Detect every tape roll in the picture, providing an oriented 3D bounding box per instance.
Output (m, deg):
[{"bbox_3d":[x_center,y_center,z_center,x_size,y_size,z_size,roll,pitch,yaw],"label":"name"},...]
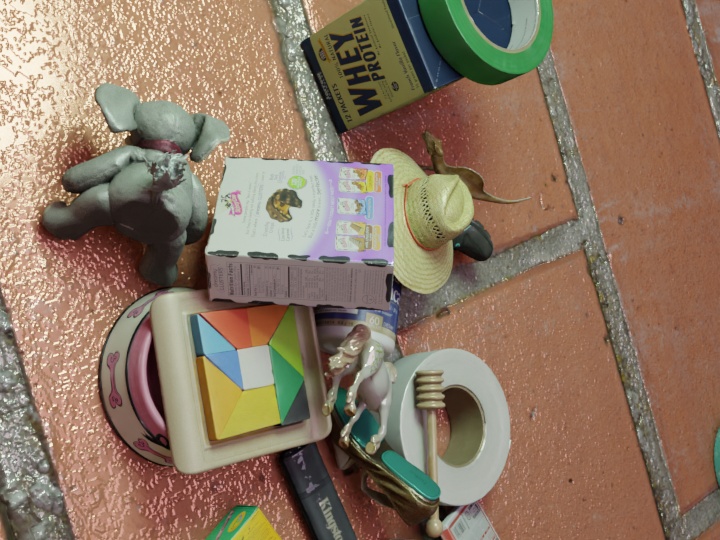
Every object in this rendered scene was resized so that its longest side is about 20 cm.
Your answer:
[{"bbox_3d":[0.156,-0.333,1.189,0.198,0.048,0.205,9,76,-37],"label":"tape roll"},{"bbox_3d":[0.108,0.208,1.285,0.200,0.070,0.207,9,75,-37],"label":"tape roll"}]

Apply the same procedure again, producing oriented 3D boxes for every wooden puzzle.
[{"bbox_3d":[-0.122,0.109,1.052,0.197,0.037,0.189,-7,86,-39],"label":"wooden puzzle"}]

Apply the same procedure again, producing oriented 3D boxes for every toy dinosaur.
[{"bbox_3d":[0.140,-0.118,1.355,0.198,0.100,0.059,31,63,-29],"label":"toy dinosaur"}]

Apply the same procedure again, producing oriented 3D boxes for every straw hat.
[{"bbox_3d":[0.094,-0.075,1.199,0.200,0.084,0.205,31,48,-42],"label":"straw hat"}]

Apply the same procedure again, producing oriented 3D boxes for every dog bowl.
[{"bbox_3d":[-0.184,0.114,1.072,0.197,0.073,0.205,9,75,-36],"label":"dog bowl"}]

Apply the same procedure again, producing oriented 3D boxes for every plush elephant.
[{"bbox_3d":[-0.227,-0.112,1.039,0.163,0.200,0.157,23,49,-24],"label":"plush elephant"}]

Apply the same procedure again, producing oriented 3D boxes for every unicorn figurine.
[{"bbox_3d":[0.007,0.137,1.127,0.072,0.202,0.139,16,53,10],"label":"unicorn figurine"}]

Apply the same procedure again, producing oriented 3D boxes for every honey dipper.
[{"bbox_3d":[0.090,0.227,1.204,0.037,0.038,0.205,2,83,-37],"label":"honey dipper"}]

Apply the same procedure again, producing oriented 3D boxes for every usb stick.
[{"bbox_3d":[-0.041,0.300,1.173,0.055,0.032,0.203,-29,99,-39],"label":"usb stick"}]

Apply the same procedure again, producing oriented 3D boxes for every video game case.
[{"bbox_3d":[0.174,0.399,1.257,0.202,0.017,0.143,60,19,7],"label":"video game case"}]

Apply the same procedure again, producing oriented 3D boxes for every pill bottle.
[{"bbox_3d":[0.000,0.000,1.215,0.110,0.110,0.204,19,70,-34],"label":"pill bottle"}]

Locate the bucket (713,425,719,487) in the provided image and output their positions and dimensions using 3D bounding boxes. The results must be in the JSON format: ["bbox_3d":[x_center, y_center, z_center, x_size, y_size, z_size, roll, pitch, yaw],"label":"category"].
[{"bbox_3d":[0.730,0.337,1.708,0.204,0.134,0.212,9,76,-37],"label":"bucket"}]

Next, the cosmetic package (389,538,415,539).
[{"bbox_3d":[0.099,0.443,1.220,0.201,0.087,0.104,51,56,-20],"label":"cosmetic package"}]

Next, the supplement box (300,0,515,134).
[{"bbox_3d":[0.069,-0.297,1.272,0.199,0.198,0.136,-29,99,-38],"label":"supplement box"}]

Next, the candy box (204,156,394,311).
[{"bbox_3d":[-0.062,-0.044,1.061,0.195,0.072,0.170,3,43,0],"label":"candy box"}]

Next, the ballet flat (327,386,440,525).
[{"bbox_3d":[0.014,0.235,1.191,0.200,0.073,0.067,43,26,19],"label":"ballet flat"}]

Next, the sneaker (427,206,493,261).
[{"bbox_3d":[0.097,-0.057,1.338,0.198,0.075,0.080,31,73,-20],"label":"sneaker"}]

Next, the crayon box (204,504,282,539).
[{"bbox_3d":[-0.154,0.372,1.054,0.200,0.058,0.120,-45,108,-35],"label":"crayon box"}]
